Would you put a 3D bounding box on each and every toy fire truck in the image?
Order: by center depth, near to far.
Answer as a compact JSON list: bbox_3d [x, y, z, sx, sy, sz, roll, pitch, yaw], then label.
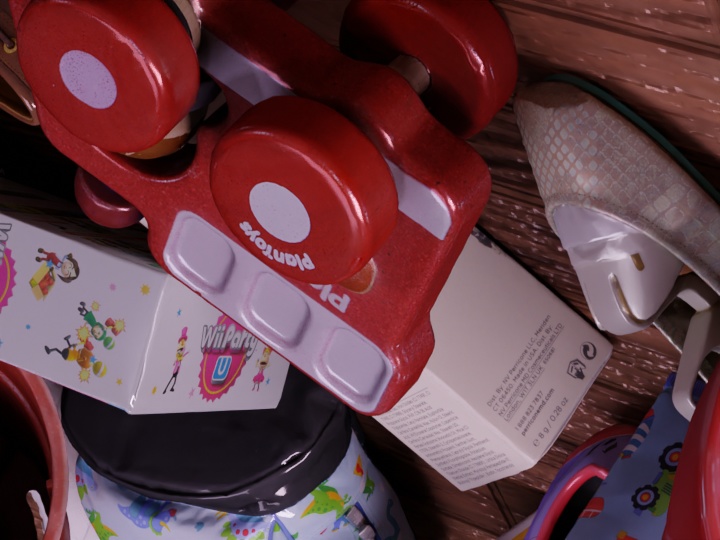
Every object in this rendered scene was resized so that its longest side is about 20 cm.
[{"bbox_3d":[-0.047,-0.047,1.049,0.200,0.112,0.168,34,141,8],"label":"toy fire truck"}]

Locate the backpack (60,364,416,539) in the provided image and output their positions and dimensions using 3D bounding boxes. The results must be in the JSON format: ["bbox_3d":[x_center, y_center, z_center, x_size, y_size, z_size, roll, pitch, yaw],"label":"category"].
[{"bbox_3d":[-0.049,0.130,1.434,0.163,0.154,0.200,12,160,32],"label":"backpack"}]

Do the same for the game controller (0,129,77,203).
[{"bbox_3d":[-0.212,-0.054,1.412,0.200,0.042,0.104,30,156,14],"label":"game controller"}]

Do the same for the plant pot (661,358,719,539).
[{"bbox_3d":[0.190,0.097,0.929,0.200,0.201,0.183,34,160,6],"label":"plant pot"}]

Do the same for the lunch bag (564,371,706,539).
[{"bbox_3d":[0.173,0.140,1.092,0.200,0.151,0.094,12,147,45],"label":"lunch bag"}]

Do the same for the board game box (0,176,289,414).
[{"bbox_3d":[-0.143,0.002,1.270,0.199,0.065,0.147,18,-175,23],"label":"board game box"}]

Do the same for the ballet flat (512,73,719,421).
[{"bbox_3d":[0.121,0.014,1.039,0.200,0.062,0.067,42,156,-13],"label":"ballet flat"}]

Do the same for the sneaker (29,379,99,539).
[{"bbox_3d":[-0.173,0.108,1.640,0.115,0.074,0.200,34,147,10],"label":"sneaker"}]

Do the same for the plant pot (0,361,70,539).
[{"bbox_3d":[-0.233,0.127,1.465,0.200,0.201,0.195,32,169,11],"label":"plant pot"}]

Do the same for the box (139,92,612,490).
[{"bbox_3d":[0.000,0.000,1.178,0.200,0.068,0.082,41,156,-10],"label":"box"}]

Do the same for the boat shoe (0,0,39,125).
[{"bbox_3d":[-0.188,-0.117,1.222,0.200,0.068,0.072,23,154,30],"label":"boat shoe"}]

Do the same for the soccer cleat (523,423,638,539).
[{"bbox_3d":[0.077,0.156,1.224,0.067,0.201,0.076,30,-164,15],"label":"soccer cleat"}]

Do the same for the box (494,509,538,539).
[{"bbox_3d":[0.082,0.216,1.389,0.101,0.112,0.200,49,163,26],"label":"box"}]
